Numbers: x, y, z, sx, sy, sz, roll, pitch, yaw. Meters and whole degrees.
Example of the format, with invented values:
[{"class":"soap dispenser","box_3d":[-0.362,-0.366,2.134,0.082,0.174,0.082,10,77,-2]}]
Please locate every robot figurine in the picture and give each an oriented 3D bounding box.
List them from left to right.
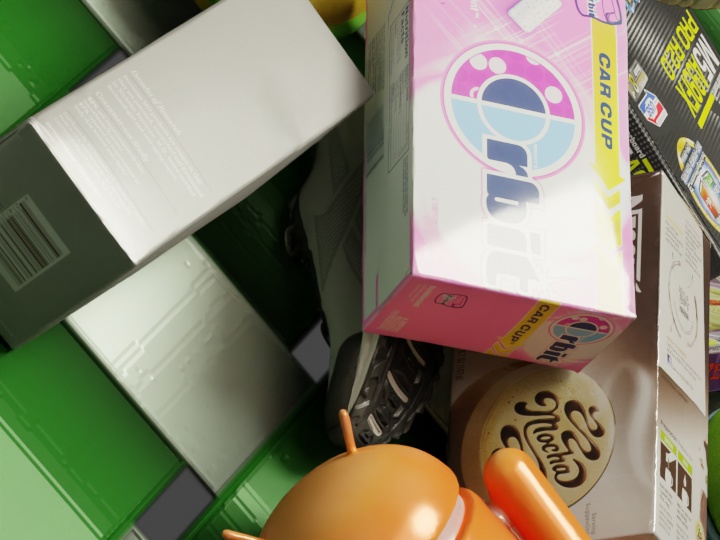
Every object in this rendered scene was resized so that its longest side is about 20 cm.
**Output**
[{"class":"robot figurine","box_3d":[0.031,0.159,1.268,0.200,0.144,0.117,47,32,-14]}]

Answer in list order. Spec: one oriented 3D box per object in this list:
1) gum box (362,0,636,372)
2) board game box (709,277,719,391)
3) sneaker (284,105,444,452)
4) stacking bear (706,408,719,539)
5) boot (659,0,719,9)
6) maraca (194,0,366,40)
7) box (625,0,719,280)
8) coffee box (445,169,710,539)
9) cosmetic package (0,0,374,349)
[{"class":"gum box","box_3d":[0.065,-0.063,1.337,0.113,0.066,0.201,11,61,-19]},{"class":"board game box","box_3d":[0.198,0.021,1.519,0.200,0.032,0.120,-5,27,-43]},{"class":"sneaker","box_3d":[0.000,0.000,1.377,0.074,0.079,0.201,60,31,-54]},{"class":"stacking bear","box_3d":[0.230,0.104,1.419,0.122,0.200,0.114,56,43,0]},{"class":"boot","box_3d":[0.107,-0.192,1.475,0.175,0.200,0.066,24,92,-10]},{"class":"maraca","box_3d":[-0.038,-0.198,1.429,0.137,0.107,0.200,31,48,-22]},{"class":"box","box_3d":[0.158,-0.092,1.529,0.160,0.044,0.200,57,24,-10]},{"class":"coffee box","box_3d":[0.109,0.061,1.379,0.080,0.113,0.201,48,40,-51]},{"class":"cosmetic package","box_3d":[-0.096,-0.055,1.295,0.090,0.107,0.200,53,42,-4]}]
